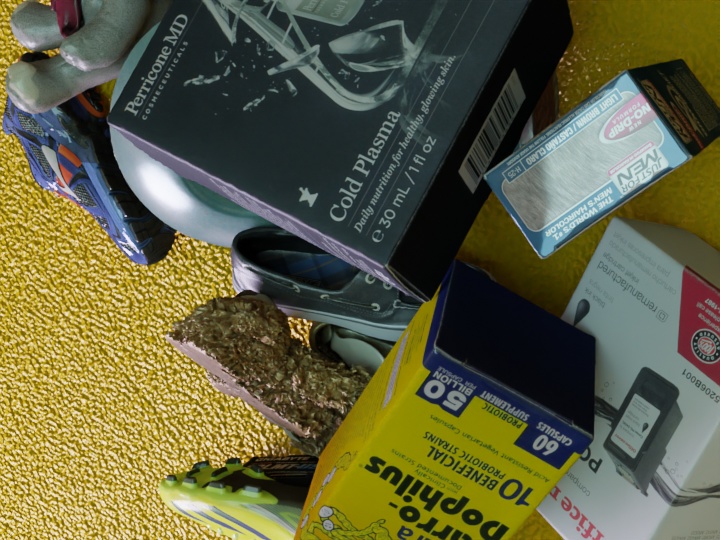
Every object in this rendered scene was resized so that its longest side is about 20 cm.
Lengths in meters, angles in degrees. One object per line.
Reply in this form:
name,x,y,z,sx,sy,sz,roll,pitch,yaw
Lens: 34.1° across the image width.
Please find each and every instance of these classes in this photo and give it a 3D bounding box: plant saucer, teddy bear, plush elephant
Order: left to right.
plush elephant,-0.187,-0.229,0.841,0.199,0.165,0.155,-15,124,4
plant saucer,-0.079,-0.094,0.836,0.200,0.039,0.202,-3,121,-5
teddy bear,-0.050,0.081,0.863,0.200,0.067,0.145,40,160,-18

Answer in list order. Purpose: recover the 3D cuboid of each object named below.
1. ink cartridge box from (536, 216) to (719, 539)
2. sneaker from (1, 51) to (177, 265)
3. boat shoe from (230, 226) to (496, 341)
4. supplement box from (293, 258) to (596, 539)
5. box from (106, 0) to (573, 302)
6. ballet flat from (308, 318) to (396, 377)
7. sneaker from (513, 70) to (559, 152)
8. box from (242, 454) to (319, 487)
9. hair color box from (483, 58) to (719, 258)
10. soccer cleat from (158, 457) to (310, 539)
ink cartridge box,0.190,0.089,0.761,0.145,0.083,0.201,45,119,45
sneaker,-0.219,-0.082,0.946,0.200,0.075,0.078,53,124,14
boat shoe,0.000,0.000,0.842,0.199,0.070,0.066,9,147,14
supplement box,0.051,0.115,0.749,0.109,0.110,0.200,29,121,-5
box,-0.007,-0.118,0.707,0.196,0.124,0.200,27,87,19
ballet flat,0.050,0.078,0.862,0.199,0.063,0.069,20,109,18
sneaker,0.084,-0.152,0.797,0.080,0.071,0.201,-8,90,25
box,0.005,0.246,0.925,0.198,0.050,0.201,-6,97,27
hair color box,0.156,-0.074,0.707,0.100,0.200,0.061,-37,86,25
soccer cleat,-0.068,0.194,0.887,0.199,0.065,0.084,6,104,23
